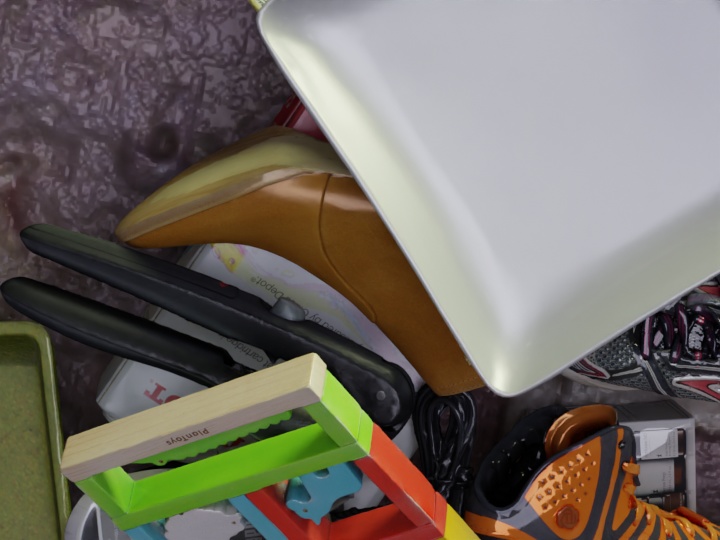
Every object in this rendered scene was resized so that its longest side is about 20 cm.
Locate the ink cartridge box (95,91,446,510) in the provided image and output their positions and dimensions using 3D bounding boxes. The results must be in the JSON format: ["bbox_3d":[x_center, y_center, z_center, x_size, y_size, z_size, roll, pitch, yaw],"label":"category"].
[{"bbox_3d":[-0.018,0.018,1.083,0.146,0.083,0.200,34,94,-10],"label":"ink cartridge box"}]

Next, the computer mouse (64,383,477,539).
[{"bbox_3d":[-0.042,0.113,1.033,0.199,0.044,0.110,-5,104,-11],"label":"computer mouse"}]

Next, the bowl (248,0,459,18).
[{"bbox_3d":[0.052,-0.148,1.032,0.200,0.201,0.094,-33,125,0],"label":"bowl"}]

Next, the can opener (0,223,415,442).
[{"bbox_3d":[-0.068,0.030,0.984,0.200,0.079,0.063,28,86,10],"label":"can opener"}]

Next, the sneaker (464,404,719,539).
[{"bbox_3d":[0.137,0.119,1.050,0.200,0.078,0.112,-4,97,-33],"label":"sneaker"}]

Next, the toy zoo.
[{"bbox_3d":[-0.022,0.121,0.961,0.131,0.020,0.200,-20,130,27],"label":"toy zoo"}]

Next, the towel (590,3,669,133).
[{"bbox_3d":[0.139,-0.134,1.020,0.049,0.200,0.148,26,94,4],"label":"towel"}]

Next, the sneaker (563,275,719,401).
[{"bbox_3d":[0.183,0.028,1.086,0.199,0.075,0.081,5,99,-18],"label":"sneaker"}]

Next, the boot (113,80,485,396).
[{"bbox_3d":[0.001,0.000,1.001,0.201,0.071,0.144,-20,111,19],"label":"boot"}]

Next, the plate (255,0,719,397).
[{"bbox_3d":[0.089,-0.078,0.912,0.199,0.032,0.200,-32,95,12],"label":"plate"}]

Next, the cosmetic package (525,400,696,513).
[{"bbox_3d":[0.132,0.172,1.138,0.082,0.051,0.201,-3,99,-4],"label":"cosmetic package"}]

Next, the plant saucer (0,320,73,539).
[{"bbox_3d":[-0.218,0.119,1.067,0.199,0.048,0.200,-1,100,22],"label":"plant saucer"}]
